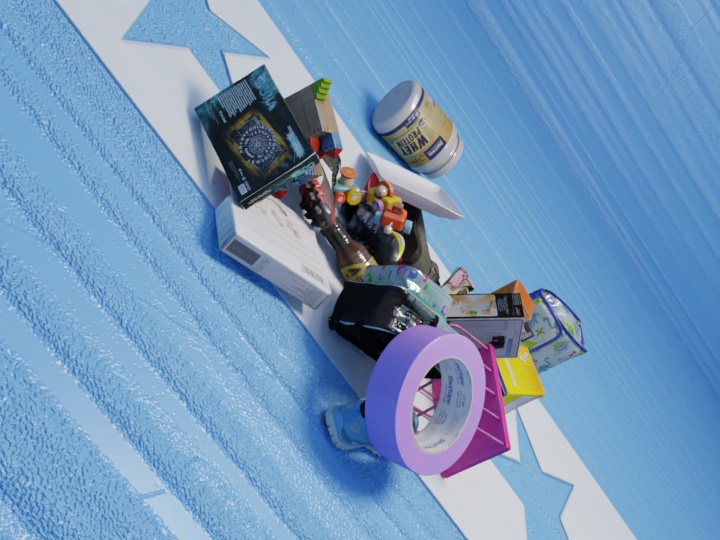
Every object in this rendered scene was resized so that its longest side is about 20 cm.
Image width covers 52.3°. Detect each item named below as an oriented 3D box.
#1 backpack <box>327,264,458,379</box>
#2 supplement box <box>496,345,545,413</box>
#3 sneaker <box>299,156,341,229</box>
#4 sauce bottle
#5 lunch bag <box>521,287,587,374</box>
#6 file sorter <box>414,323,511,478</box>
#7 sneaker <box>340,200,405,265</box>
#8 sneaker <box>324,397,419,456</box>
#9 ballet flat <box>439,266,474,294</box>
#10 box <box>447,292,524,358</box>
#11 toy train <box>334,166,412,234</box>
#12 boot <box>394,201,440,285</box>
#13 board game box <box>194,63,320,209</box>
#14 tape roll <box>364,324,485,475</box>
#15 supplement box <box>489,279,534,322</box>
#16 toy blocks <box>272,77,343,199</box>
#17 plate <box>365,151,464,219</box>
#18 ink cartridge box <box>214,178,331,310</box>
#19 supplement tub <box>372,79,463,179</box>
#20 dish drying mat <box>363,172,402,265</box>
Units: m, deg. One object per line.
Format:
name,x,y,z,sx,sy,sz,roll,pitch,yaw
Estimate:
backpack,0.067,0.088,1.178,0.199,0.176,0.153,42,69,-27
supplement box,0.269,0.217,1.464,0.198,0.108,0.112,14,51,-52
sneaker,-0.068,-0.161,1.273,0.095,0.071,0.204,-6,57,-24
sauce bottle,0.000,0.000,1.286,0.202,0.064,0.065,54,29,-6
lunch bag,0.396,0.137,1.677,0.199,0.168,0.129,42,32,-29
file sorter,0.152,0.217,1.251,0.124,0.138,0.204,34,37,-34
sneaker,0.016,-0.064,1.341,0.079,0.075,0.201,16,24,-33
sneaker,0.037,0.230,1.105,0.198,0.089,0.080,14,51,-53
ballet flat,0.168,0.059,1.444,0.071,0.070,0.199,44,45,12
box,0.192,0.103,1.331,0.119,0.194,0.061,88,3,-46
toy train,0.011,-0.133,1.320,0.195,0.057,0.150,19,25,9
boot,0.122,-0.048,1.541,0.131,0.066,0.203,52,27,-38
board game box,-0.159,-0.206,1.110,0.203,0.133,0.028,60,1,27
tape roll,0.097,0.186,1.061,0.197,0.065,0.207,-10,104,-41
supplement box,0.238,0.098,1.430,0.070,0.197,0.067,56,29,-9
toy blocks,-0.106,-0.203,1.190,0.099,0.196,0.141,-7,80,-59
plate,0.105,-0.170,1.519,0.195,0.033,0.201,22,19,-18
ink cartridge box,-0.139,-0.052,1.135,0.198,0.043,0.176,35,23,-36
supplement tub,0.137,-0.326,1.714,0.199,0.143,0.147,40,34,-29
dish drying mat,0.039,-0.086,1.422,0.018,0.077,0.205,-1,60,-22
